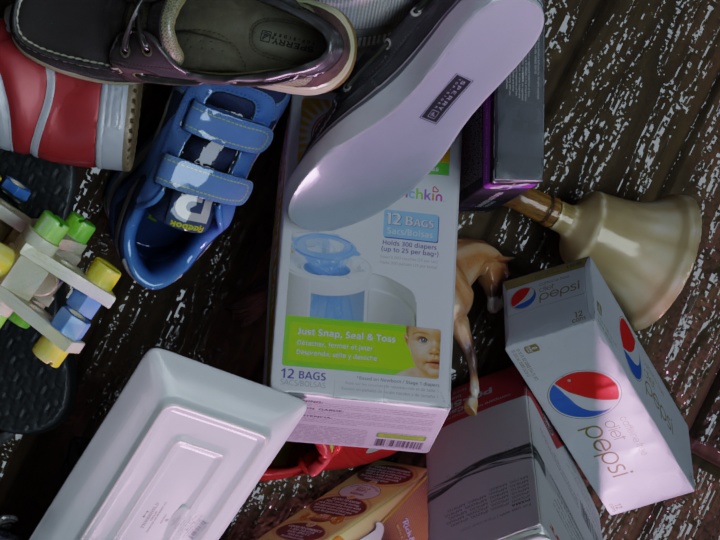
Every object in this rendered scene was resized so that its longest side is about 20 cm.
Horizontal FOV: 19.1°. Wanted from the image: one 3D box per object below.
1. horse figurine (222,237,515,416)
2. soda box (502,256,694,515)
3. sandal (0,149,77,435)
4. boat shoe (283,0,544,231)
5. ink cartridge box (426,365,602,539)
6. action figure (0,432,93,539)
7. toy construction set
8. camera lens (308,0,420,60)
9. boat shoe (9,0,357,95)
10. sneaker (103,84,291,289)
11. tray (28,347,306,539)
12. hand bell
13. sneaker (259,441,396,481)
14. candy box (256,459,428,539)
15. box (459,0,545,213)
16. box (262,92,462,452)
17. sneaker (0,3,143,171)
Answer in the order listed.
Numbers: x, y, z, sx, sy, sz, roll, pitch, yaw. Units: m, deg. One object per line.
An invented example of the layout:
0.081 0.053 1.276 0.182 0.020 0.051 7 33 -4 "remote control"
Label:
0.014 0.018 1.413 0.199 0.050 0.133 17 66 -18 "horse figurine"
0.167 0.082 1.484 0.068 0.064 0.200 -18 133 19 "soda box"
-0.205 -0.002 1.291 0.075 0.048 0.202 -1 85 7 "sandal"
0.023 -0.108 1.239 0.070 0.066 0.200 20 123 -38 "boat shoe"
0.106 0.181 1.425 0.082 0.200 0.147 -21 115 12 "ink cartridge box"
-0.194 0.145 1.313 0.199 0.102 0.119 -25 128 8 "action figure"
-0.225 -0.037 1.196 0.092 0.131 0.200 -40 104 3 "toy construction set"
-0.006 -0.224 1.247 0.159 0.200 0.161 1 75 -3 "camera lens"
-0.102 -0.139 1.190 0.199 0.065 0.074 4 87 5 "boat shoe"
-0.092 -0.071 1.279 0.074 0.082 0.200 18 126 -19 "sneaker"
-0.122 0.140 1.253 0.107 0.022 0.200 21 117 -27 "tray"
0.125 -0.044 1.468 0.199 0.104 0.105 25 89 -20 "hand bell"
-0.031 0.110 1.402 0.199 0.085 0.078 -9 106 -28 "sneaker"
-0.021 0.220 1.415 0.200 0.055 0.116 -29 116 -43 "candy box"
0.082 -0.115 1.335 0.036 0.200 0.144 1 87 -7 "box"
0.000 0.000 1.322 0.112 0.101 0.201 6 69 -4 "box"
-0.181 -0.161 1.263 0.112 0.071 0.201 4 75 -2 "sneaker"
